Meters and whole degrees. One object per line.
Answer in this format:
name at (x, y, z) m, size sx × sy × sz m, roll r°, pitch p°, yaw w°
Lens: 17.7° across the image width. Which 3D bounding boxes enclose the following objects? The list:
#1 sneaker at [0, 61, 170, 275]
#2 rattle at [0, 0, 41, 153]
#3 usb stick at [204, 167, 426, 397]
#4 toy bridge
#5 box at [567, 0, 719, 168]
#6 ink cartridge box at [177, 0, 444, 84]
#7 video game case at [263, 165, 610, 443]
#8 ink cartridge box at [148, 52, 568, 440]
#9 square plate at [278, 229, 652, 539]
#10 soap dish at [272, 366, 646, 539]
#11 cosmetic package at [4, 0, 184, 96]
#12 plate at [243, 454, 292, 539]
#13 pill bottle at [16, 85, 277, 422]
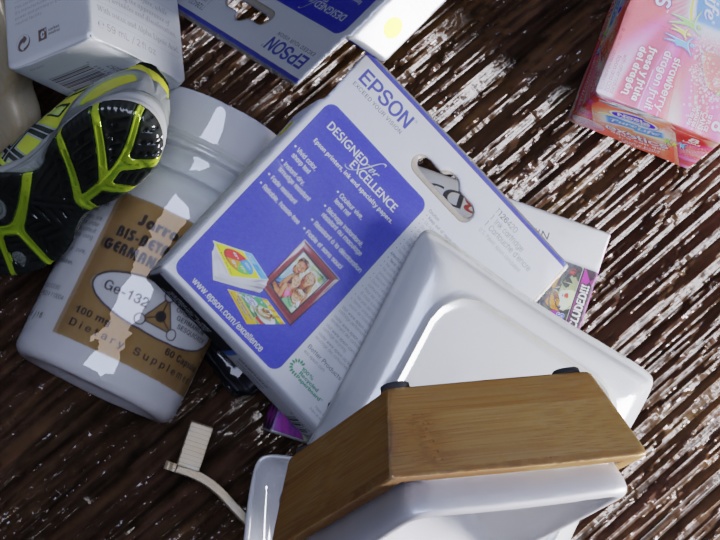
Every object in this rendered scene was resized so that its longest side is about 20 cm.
sneaker at (-0.190, -0.062, 1.472) m, size 0.200 × 0.076 × 0.075 m, roll -27°, pitch 114°, yaw 31°
rattle at (-0.235, -0.138, 1.559) m, size 0.130 × 0.143 × 0.200 m, roll -21°, pitch 102°, yaw 24°
usb stick at (-0.021, 0.007, 1.559) m, size 0.200 × 0.033 × 0.055 m, roll -39°, pitch 84°, yaw -8°
toy bridge at (-0.035, 0.160, 1.541) m, size 0.200 × 0.027 × 0.067 m, roll 18°, pitch 83°, yaw -4°
box at (0.225, -0.183, 1.571) m, size 0.095 × 0.103 × 0.200 m, roll 22°, pitch 81°, yaw -2°
ink cartridge box at (-0.012, -0.207, 1.509) m, size 0.200 × 0.198 × 0.047 m, roll -46°, pitch 129°, yaw -6°
video game case at (0.052, 0.040, 1.539) m, size 0.181 × 0.036 × 0.200 m, roll 20°, pitch 88°, yaw -11°
ink cartridge box at (0.000, 0.000, 1.479) m, size 0.198 × 0.047 × 0.200 m, roll 47°, pitch 71°, yaw -12°
square plate at (0.075, 0.107, 1.468) m, size 0.198 × 0.028 × 0.200 m, roll 32°, pitch 79°, yaw -20°
soap dish at (0.049, 0.119, 1.344) m, size 0.157 × 0.200 × 0.081 m, roll -4°, pitch 74°, yaw -23°
cosmetic package at (-0.177, -0.213, 1.503) m, size 0.074 × 0.102 × 0.200 m, roll -18°, pitch 67°, yaw 29°
plate at (0.014, 0.228, 1.518) m, size 0.199 × 0.032 × 0.200 m, roll 8°, pitch 95°, yaw -7°
pill bottle at (-0.132, -0.013, 1.510) m, size 0.114 × 0.114 × 0.200 m, roll 25°, pitch 81°, yaw -2°
